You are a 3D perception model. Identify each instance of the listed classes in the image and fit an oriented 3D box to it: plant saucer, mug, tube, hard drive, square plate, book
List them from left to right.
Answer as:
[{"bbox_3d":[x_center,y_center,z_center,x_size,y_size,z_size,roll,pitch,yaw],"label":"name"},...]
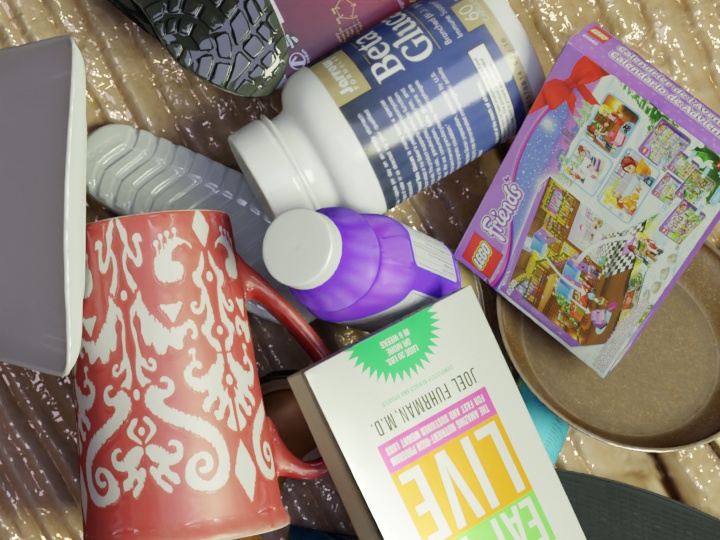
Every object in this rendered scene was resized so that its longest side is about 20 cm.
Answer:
[{"bbox_3d":[-0.221,-0.041,0.949,0.028,0.199,0.200,0,92,-38],"label":"square plate"},{"bbox_3d":[-0.109,0.069,0.960,0.177,0.133,0.202,-4,83,-45],"label":"mug"},{"bbox_3d":[0.054,0.129,0.948,0.133,0.048,0.201,-26,91,-24],"label":"book"},{"bbox_3d":[0.110,0.148,1.045,0.050,0.078,0.201,13,58,19],"label":"tube"},{"bbox_3d":[0.190,0.045,1.065,0.198,0.037,0.202,5,57,-8],"label":"plant saucer"},{"bbox_3d":[0.208,0.218,1.074,0.198,0.136,0.042,20,133,-15],"label":"hard drive"}]

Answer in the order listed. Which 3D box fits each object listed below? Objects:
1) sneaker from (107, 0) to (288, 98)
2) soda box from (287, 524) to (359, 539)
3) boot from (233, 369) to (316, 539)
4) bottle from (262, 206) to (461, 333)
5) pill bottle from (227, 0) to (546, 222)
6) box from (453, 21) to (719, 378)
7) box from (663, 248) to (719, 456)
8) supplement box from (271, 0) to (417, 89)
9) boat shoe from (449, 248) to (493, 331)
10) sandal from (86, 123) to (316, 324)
[{"bbox_3d":[-0.127,-0.189,0.998,0.200,0.088,0.076,40,88,1],"label":"sneaker"},{"bbox_3d":[0.042,0.237,1.070,0.198,0.064,0.069,12,90,-12],"label":"soda box"},{"bbox_3d":[-0.074,0.148,1.035,0.198,0.077,0.157,4,90,-9],"label":"boot"},{"bbox_3d":[0.000,0.000,0.966,0.083,0.200,0.066,-16,76,20],"label":"bottle"},{"bbox_3d":[0.016,-0.103,0.995,0.199,0.111,0.112,-31,98,-6],"label":"pill bottle"},{"bbox_3d":[0.155,-0.042,0.971,0.137,0.201,0.039,40,45,14],"label":"box"},{"bbox_3d":[0.322,0.073,1.142,0.163,0.021,0.201,-40,100,-8],"label":"box"},{"bbox_3d":[-0.001,-0.216,1.044,0.199,0.061,0.110,-29,97,-10],"label":"supplement box"},{"bbox_3d":[0.066,0.086,1.062,0.071,0.076,0.202,0,92,-11],"label":"boat shoe"},{"bbox_3d":[-0.105,-0.034,1.040,0.202,0.050,0.083,36,70,2],"label":"sandal"}]
